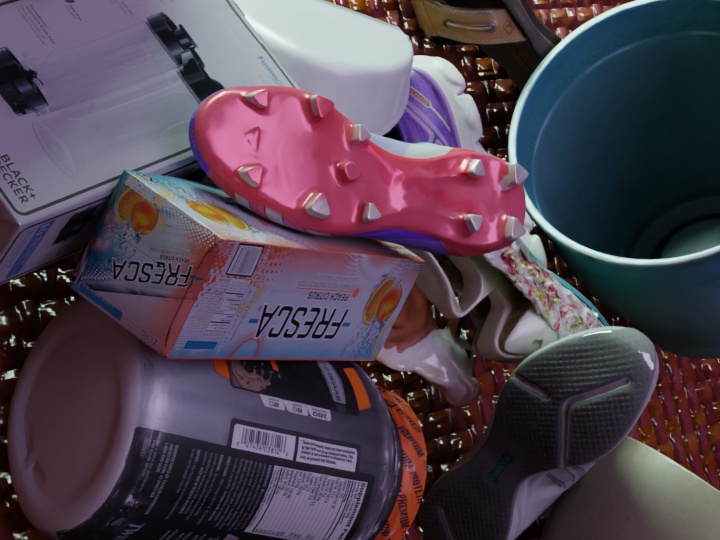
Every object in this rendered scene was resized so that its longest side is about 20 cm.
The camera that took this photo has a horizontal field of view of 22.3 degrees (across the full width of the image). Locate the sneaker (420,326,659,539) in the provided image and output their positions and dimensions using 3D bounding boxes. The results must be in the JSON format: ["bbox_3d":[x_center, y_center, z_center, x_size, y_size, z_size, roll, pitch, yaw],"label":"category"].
[{"bbox_3d":[0.109,0.093,1.069,0.071,0.201,0.080,47,38,10],"label":"sneaker"}]

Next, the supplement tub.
[{"bbox_3d":[-0.068,0.090,0.933,0.199,0.122,0.124,17,67,-41],"label":"supplement tub"}]

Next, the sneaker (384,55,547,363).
[{"bbox_3d":[0.048,-0.030,1.129,0.083,0.081,0.201,-26,90,-28],"label":"sneaker"}]

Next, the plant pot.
[{"bbox_3d":[0.215,-0.044,1.193,0.188,0.198,0.202,57,40,-54],"label":"plant pot"}]

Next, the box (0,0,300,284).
[{"bbox_3d":[-0.130,-0.078,0.883,0.199,0.060,0.117,-29,76,-44],"label":"box"}]

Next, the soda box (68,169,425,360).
[{"bbox_3d":[-0.050,0.002,0.894,0.200,0.068,0.064,7,114,-61],"label":"soda box"}]

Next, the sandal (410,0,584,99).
[{"bbox_3d":[0.070,-0.161,1.186,0.200,0.081,0.055,44,74,-36],"label":"sandal"}]

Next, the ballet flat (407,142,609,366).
[{"bbox_3d":[0.072,0.011,1.049,0.200,0.075,0.064,44,58,-25],"label":"ballet flat"}]

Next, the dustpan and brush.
[{"bbox_3d":[-0.028,-0.097,1.009,0.138,0.058,0.200,16,22,-16],"label":"dustpan and brush"}]

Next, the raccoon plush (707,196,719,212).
[{"bbox_3d":[0.291,-0.073,1.382,0.200,0.096,0.135,55,25,-58],"label":"raccoon plush"}]

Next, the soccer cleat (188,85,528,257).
[{"bbox_3d":[-0.005,-0.043,0.905,0.199,0.076,0.067,10,77,-34],"label":"soccer cleat"}]

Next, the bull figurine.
[{"bbox_3d":[0.000,0.000,1.057,0.201,0.065,0.121,64,26,-4],"label":"bull figurine"}]

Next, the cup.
[{"bbox_3d":[0.178,0.214,1.110,0.200,0.200,0.144,44,78,-26],"label":"cup"}]
